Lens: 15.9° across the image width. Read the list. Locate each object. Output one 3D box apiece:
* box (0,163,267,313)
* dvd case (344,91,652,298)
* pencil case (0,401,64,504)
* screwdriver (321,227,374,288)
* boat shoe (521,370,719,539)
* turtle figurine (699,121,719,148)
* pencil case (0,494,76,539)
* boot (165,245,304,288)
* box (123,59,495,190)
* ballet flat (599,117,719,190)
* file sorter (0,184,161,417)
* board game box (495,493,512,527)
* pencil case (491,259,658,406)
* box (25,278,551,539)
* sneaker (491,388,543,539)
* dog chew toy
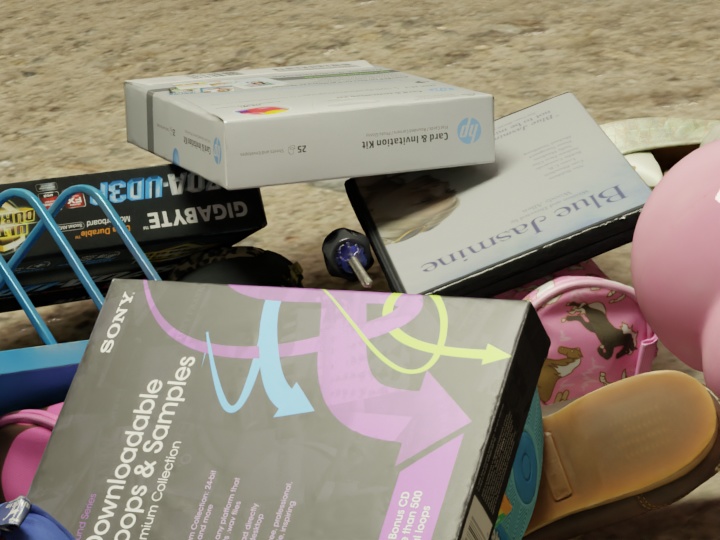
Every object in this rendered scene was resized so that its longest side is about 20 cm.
[{"bbox_3d":[-0.176,-0.015,1.471,0.199,0.046,0.159,-9,-10,-32],"label":"box"},{"bbox_3d":[0.072,-0.037,1.373,0.142,0.018,0.200,-21,23,-1],"label":"dvd case"},{"bbox_3d":[-0.079,0.086,1.190,0.093,0.091,0.199,13,18,39],"label":"pencil case"},{"bbox_3d":[0.000,0.000,1.309,0.028,0.029,0.200,-44,11,1],"label":"screwdriver"},{"bbox_3d":[0.076,0.099,1.188,0.199,0.071,0.070,-13,-17,13],"label":"boat shoe"},{"bbox_3d":[0.282,-0.047,1.363,0.143,0.201,0.194,19,3,-27],"label":"turtle figurine"},{"bbox_3d":[-0.186,0.168,1.002,0.199,0.078,0.087,-33,-3,15],"label":"pencil case"},{"bbox_3d":[-0.032,0.029,1.403,0.202,0.074,0.154,-5,19,9],"label":"boot"},{"bbox_3d":[-0.033,-0.085,1.441,0.155,0.041,0.200,-7,11,-20],"label":"box"},{"bbox_3d":[0.195,-0.057,1.532,0.199,0.068,0.062,-10,31,2],"label":"ballet flat"},{"bbox_3d":[-0.196,0.042,1.213,0.199,0.139,0.123,-6,54,-51],"label":"file sorter"},{"bbox_3d":[-0.037,0.143,1.035,0.095,0.030,0.200,30,73,40],"label":"board game box"},{"bbox_3d":[0.096,0.011,1.376,0.086,0.083,0.200,-31,22,1],"label":"pencil case"},{"bbox_3d":[-0.035,0.073,1.047,0.199,0.036,0.144,1,55,26],"label":"box"},{"bbox_3d":[-0.002,0.109,1.113,0.130,0.080,0.201,-1,43,28],"label":"sneaker"},{"bbox_3d":[0.207,0.029,1.206,0.124,0.125,0.201,-14,49,-12],"label":"dog chew toy"}]
